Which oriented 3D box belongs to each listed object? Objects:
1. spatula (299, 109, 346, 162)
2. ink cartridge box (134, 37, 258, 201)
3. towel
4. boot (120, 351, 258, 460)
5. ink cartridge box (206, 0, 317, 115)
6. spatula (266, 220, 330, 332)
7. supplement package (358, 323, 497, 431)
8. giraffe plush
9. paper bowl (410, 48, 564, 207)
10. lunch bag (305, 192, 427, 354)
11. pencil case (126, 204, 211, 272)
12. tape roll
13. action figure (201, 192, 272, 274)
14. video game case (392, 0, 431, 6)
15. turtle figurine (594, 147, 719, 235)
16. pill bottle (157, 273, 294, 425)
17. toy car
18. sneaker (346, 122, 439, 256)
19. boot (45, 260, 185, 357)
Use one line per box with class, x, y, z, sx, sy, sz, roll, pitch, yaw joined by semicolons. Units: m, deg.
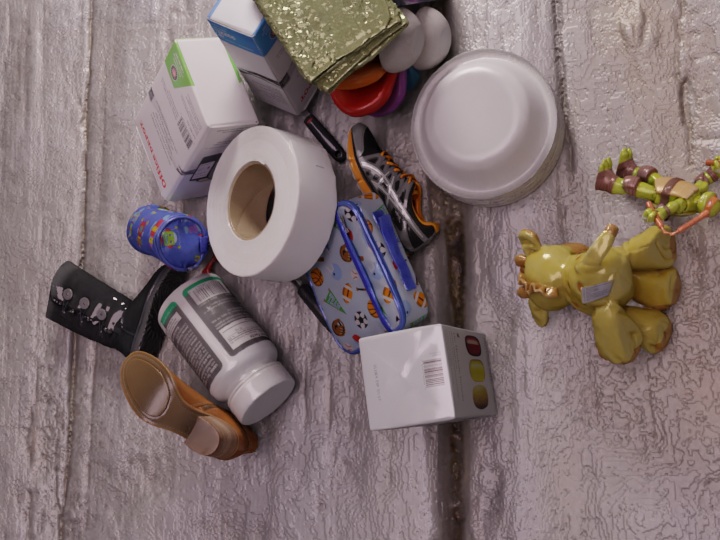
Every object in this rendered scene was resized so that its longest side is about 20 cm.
spatula;-0.085;-0.232;1.485;0.056;0.021;0.201;-41;71;9
ink cartridge box;-0.240;-0.214;1.460;0.200;0.083;0.147;-44;64;51
towel;-0.048;-0.331;1.257;0.148;0.036;0.201;-36;76;2
boot;-0.233;0.191;1.421;0.199;0.155;0.077;32;90;19
ink cartridge box;-0.110;-0.333;1.395;0.083;0.200;0.146;24;76;22
spatula;-0.094;0.012;1.439;0.056;0.021;0.200;-42;82;2
supplement package;0.089;0.135;1.273;0.108;0.200;0.115;-11;80;21
giraffe plush;0.274;0.017;1.251;0.161;0.198;0.175;11;91;51
paper bowl;0.163;-0.191;1.337;0.198;0.104;0.204;-3;81;21
lunch bag;0.000;0.000;1.356;0.160;0.075;0.202;-31;83;49
pencil case;-0.276;-0.049;1.461;0.200;0.086;0.079;18;100;63
tape roll;-0.121;-0.089;1.361;0.201;0.070;0.205;-10;76;46
action figure;-0.182;-0.076;1.483;0.201;0.065;0.052;-55;27;7
video game case;0.023;-0.374;1.367;0.141;0.200;0.019;10;109;21
turtle figurine;0.381;-0.101;1.242;0.160;0.065;0.199;28;52;37
pill bottle;-0.188;0.111;1.434;0.113;0.113;0.200;-45;70;11
toy car;0.017;-0.281;1.365;0.173;0.199;0.152;12;108;28
sneaker;0.042;-0.115;1.394;0.077;0.078;0.202;-26;85;16
boot;-0.378;0.033;1.552;0.198;0.066;0.167;24;91;27
